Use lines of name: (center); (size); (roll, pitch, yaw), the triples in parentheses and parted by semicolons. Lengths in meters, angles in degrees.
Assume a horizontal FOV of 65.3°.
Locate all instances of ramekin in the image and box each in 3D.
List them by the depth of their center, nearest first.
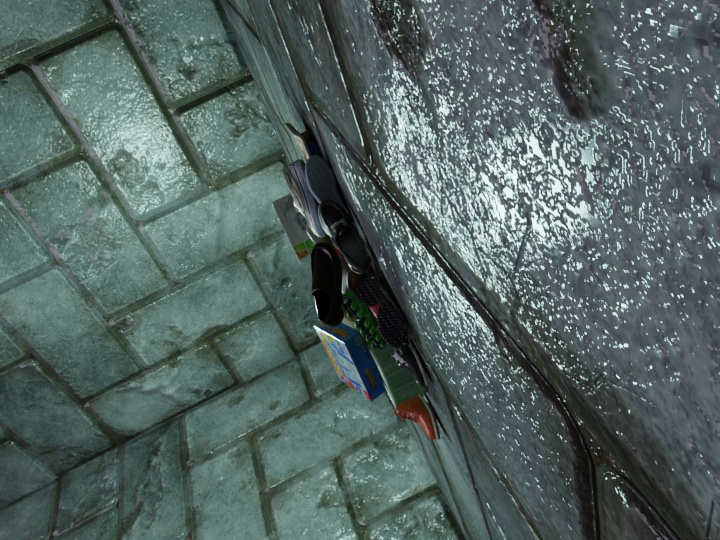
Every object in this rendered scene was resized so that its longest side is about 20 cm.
ramekin: (0.095, 0.260, 1.525); (0.200, 0.096, 0.203); (90, 154, -80)

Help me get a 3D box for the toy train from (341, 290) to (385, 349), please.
toy train: (0.013, 0.124, 1.393); (0.201, 0.041, 0.057); (54, -140, -38)

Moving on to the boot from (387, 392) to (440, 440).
boot: (0.154, 0.408, 1.603); (0.201, 0.106, 0.076); (59, 172, 39)

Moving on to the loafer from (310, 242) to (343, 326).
loafer: (-0.082, 0.033, 1.339); (0.071, 0.072, 0.205); (-5, -97, -67)

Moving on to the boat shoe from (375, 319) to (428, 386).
boat shoe: (0.101, 0.195, 1.361); (0.074, 0.059, 0.203); (79, 166, -72)

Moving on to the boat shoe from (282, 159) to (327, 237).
boat shoe: (-0.139, -0.178, 1.430); (0.072, 0.061, 0.204); (-26, -83, -73)

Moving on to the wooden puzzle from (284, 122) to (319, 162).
wooden puzzle: (-0.133, -0.309, 1.545); (0.202, 0.046, 0.186); (63, 177, -28)

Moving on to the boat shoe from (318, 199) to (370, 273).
boat shoe: (-0.040, -0.085, 1.341); (0.203, 0.073, 0.060); (63, 179, 7)

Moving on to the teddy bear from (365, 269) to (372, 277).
teddy bear: (0.000, 0.000, 1.568); (0.200, 0.065, 0.148); (41, -147, -86)

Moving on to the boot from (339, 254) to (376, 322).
boot: (0.006, 0.034, 1.443); (0.153, 0.204, 0.073); (23, 175, -35)

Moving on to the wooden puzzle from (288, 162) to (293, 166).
wooden puzzle: (-0.112, -0.205, 1.581); (0.200, 0.037, 0.186); (46, -175, -40)

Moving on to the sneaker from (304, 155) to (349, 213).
sneaker: (-0.087, -0.192, 1.416); (0.203, 0.072, 0.071); (67, 172, -16)

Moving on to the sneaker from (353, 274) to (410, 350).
sneaker: (0.066, 0.097, 1.333); (0.201, 0.070, 0.093); (54, -162, 22)

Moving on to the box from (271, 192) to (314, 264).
box: (-0.155, -0.152, 1.754); (0.097, 0.174, 0.203); (116, 129, -86)

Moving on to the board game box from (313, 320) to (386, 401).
board game box: (-0.032, 0.244, 1.587); (0.195, 0.055, 0.203); (17, 134, 59)

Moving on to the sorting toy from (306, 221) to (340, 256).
sorting toy: (-0.098, -0.104, 1.566); (0.186, 0.036, 0.201); (56, -168, -32)

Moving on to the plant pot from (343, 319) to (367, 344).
plant pot: (0.016, 0.178, 1.690); (0.190, 0.185, 0.200); (64, 162, 1)
